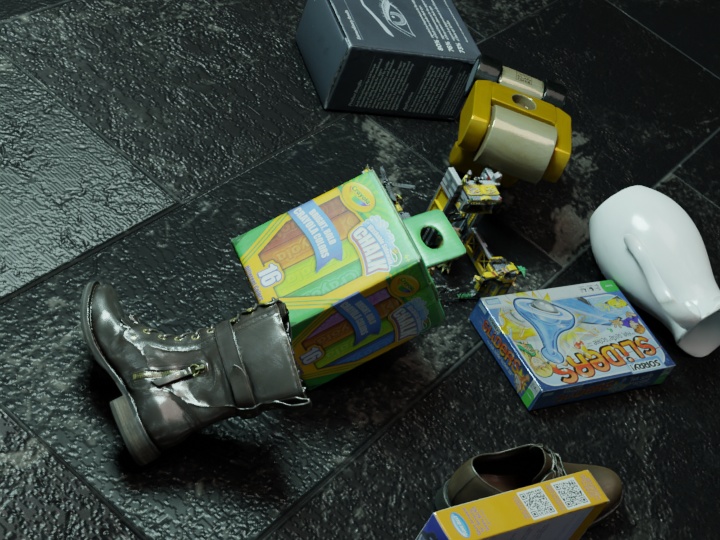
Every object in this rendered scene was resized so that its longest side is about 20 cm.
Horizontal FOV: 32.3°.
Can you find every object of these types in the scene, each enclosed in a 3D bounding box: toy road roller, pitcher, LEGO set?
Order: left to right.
[{"bbox_3d":[0.093,-0.045,1.372,0.200,0.116,0.154,4,45,-23],"label":"LEGO set"},{"bbox_3d":[0.170,-0.153,1.498,0.123,0.146,0.200,20,35,-6],"label":"toy road roller"},{"bbox_3d":[0.346,-0.005,1.443,0.172,0.121,0.200,21,33,-59],"label":"pitcher"}]

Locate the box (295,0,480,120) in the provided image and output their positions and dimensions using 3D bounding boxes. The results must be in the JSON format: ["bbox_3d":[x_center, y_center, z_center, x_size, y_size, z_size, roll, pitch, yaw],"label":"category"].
[{"bbox_3d":[0.035,-0.286,1.607,0.200,0.104,0.148,2,46,-25],"label":"box"}]

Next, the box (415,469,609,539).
[{"bbox_3d":[0.109,0.240,1.079,0.200,0.119,0.042,-6,49,-33],"label":"box"}]

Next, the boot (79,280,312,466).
[{"bbox_3d":[-0.145,0.067,1.107,0.174,0.069,0.200,-25,65,-2],"label":"boot"}]

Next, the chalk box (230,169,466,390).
[{"bbox_3d":[0.000,0.000,1.201,0.200,0.124,0.125,-28,56,-1],"label":"chalk box"}]

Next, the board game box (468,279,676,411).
[{"bbox_3d":[0.236,0.079,1.379,0.200,0.034,0.135,-7,50,-33],"label":"board game box"}]

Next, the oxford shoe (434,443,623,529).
[{"bbox_3d":[0.176,0.205,1.179,0.200,0.084,0.073,1,44,-29],"label":"oxford shoe"}]
